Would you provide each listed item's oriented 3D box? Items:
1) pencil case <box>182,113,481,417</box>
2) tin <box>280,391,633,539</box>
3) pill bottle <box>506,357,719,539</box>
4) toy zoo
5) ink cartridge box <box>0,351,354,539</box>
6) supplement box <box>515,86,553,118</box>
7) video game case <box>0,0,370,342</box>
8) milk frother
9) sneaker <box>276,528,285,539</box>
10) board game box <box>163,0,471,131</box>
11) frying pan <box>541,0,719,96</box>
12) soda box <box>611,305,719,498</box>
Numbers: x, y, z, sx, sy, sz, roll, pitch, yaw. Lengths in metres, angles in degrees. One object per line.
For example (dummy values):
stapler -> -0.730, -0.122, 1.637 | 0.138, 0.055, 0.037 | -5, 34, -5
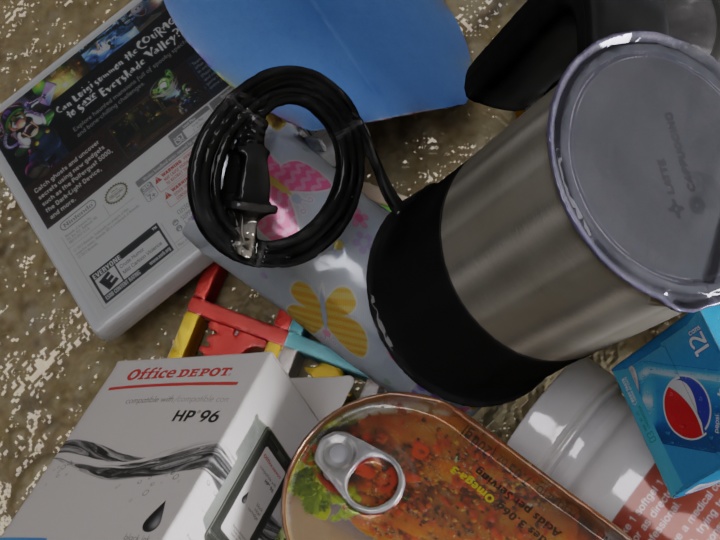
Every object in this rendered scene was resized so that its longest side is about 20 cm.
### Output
pencil case -> 0.000, 0.000, 0.774 | 0.199, 0.083, 0.091 | 38, 45, 0
tin -> 0.050, 0.141, 0.666 | 0.199, 0.042, 0.112 | 36, 65, 22
pill bottle -> 0.167, 0.137, 0.719 | 0.199, 0.112, 0.113 | 38, 86, 18
toy zoo -> -0.041, 0.039, 0.835 | 0.130, 0.020, 0.202 | 19, 80, 16
ink cartridge box -> -0.096, 0.108, 0.720 | 0.115, 0.068, 0.201 | -6, 40, 36
supplement box -> 0.186, -0.080, 0.772 | 0.199, 0.109, 0.110 | 40, 87, 18
video game case -> -0.119, -0.084, 0.869 | 0.199, 0.023, 0.183 | -38, 63, 1
milk frother -> 0.045, -0.037, 0.639 | 0.198, 0.188, 0.183 | -11, 77, -27
sneaker -> -0.026, 0.141, 0.766 | 0.197, 0.076, 0.076 | -14, 104, 14
board game box -> -0.029, -0.135, 0.826 | 0.198, 0.039, 0.159 | -15, 62, -40
frying pan -> 0.154, -0.082, 0.710 | 0.114, 0.031, 0.192 | -21, 70, 8
soda box -> 0.217, 0.048, 0.693 | 0.064, 0.198, 0.069 | -43, 65, 44
